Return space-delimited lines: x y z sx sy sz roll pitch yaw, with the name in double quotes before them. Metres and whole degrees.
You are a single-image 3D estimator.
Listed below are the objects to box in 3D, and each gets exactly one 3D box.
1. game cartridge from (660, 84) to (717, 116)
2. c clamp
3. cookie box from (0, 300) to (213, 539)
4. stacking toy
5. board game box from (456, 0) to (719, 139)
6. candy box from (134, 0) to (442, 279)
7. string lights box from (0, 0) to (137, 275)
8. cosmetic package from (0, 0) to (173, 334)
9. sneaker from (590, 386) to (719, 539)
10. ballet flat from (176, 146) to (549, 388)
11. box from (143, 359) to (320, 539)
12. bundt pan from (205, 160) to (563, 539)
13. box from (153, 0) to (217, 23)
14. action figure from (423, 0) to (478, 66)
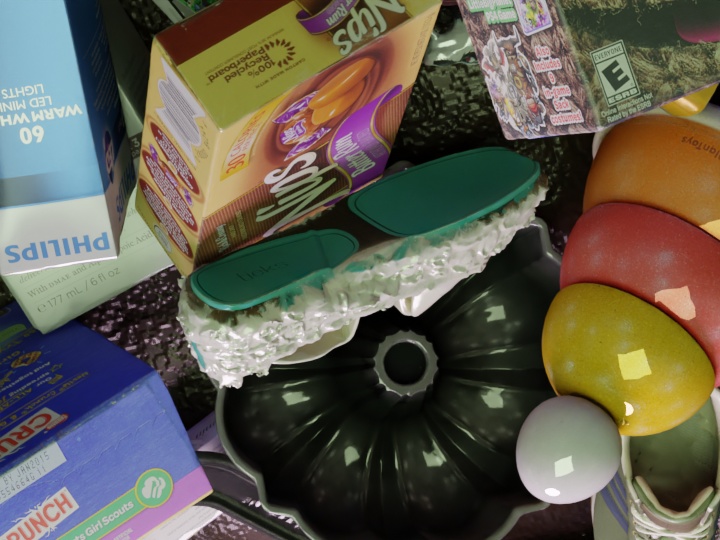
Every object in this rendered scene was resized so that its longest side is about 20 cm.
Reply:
"game cartridge" 0.116 -0.196 1.109 0.200 0.032 0.176 33 80 -20
"c clamp" -0.099 0.165 1.320 0.200 0.027 0.171 26 116 -35
"cookie box" -0.190 0.101 1.206 0.171 0.200 0.075 -32 112 -16
"stacking toy" 0.132 0.028 1.161 0.146 0.146 0.200 44 66 -14
"board game box" 0.116 -0.177 1.044 0.159 0.097 0.200 -23 98 -19
"candy box" -0.038 -0.072 1.097 0.117 0.200 0.056 -31 76 -17
"string lights box" -0.151 -0.111 1.106 0.059 0.103 0.200 -8 111 3
"cosmetic package" -0.162 -0.085 1.215 0.113 0.081 0.200 -28 110 14
"sneaker" 0.158 0.117 1.275 0.067 0.090 0.200 3 114 3
"ballet flat" 0.000 0.000 1.164 0.200 0.072 0.072 -22 115 -23
"box" -0.082 0.108 1.319 0.200 0.039 0.041 -38 108 19
"bundt pan" 0.017 0.049 1.233 0.202 0.076 0.202 1 85 -9
"box" -0.093 -0.186 1.129 0.200 0.035 0.110 47 146 4
"action figure" 0.019 -0.175 1.170 0.134 0.149 0.200 1 142 51
